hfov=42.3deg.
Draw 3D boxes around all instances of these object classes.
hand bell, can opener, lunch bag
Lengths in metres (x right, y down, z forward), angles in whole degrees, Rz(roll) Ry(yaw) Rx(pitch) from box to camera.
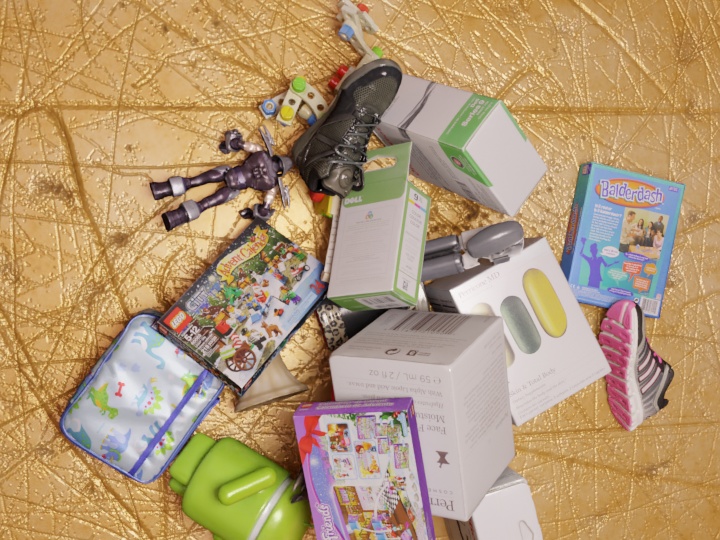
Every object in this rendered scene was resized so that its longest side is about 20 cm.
[{"bbox_3d":[-0.148,0.080,1.248,0.104,0.104,0.201,-17,81,-10],"label":"hand bell"},{"bbox_3d":[0.109,-0.027,1.183,0.199,0.067,0.054,-14,60,12],"label":"can opener"},{"bbox_3d":[-0.277,0.163,1.215,0.161,0.082,0.200,39,85,-11],"label":"lunch bag"}]

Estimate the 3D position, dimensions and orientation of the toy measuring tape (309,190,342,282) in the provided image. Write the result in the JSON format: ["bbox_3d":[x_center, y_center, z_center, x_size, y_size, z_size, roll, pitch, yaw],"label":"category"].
[{"bbox_3d":[-0.038,-0.070,1.246,0.073,0.074,0.201,11,68,-10],"label":"toy measuring tape"}]

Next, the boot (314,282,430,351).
[{"bbox_3d":[0.000,0.001,1.268,0.153,0.073,0.205,-17,92,-7],"label":"boot"}]

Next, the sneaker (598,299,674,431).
[{"bbox_3d":[0.401,0.128,1.335,0.087,0.074,0.201,-17,110,-18],"label":"sneaker"}]

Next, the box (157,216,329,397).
[{"bbox_3d":[-0.142,0.043,1.190,0.136,0.038,0.200,36,63,8],"label":"box"}]

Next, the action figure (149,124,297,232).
[{"bbox_3d":[-0.175,-0.119,1.238,0.199,0.069,0.131,-20,87,-13],"label":"action figure"}]

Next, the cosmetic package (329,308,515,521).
[{"bbox_3d":[0.081,0.171,1.148,0.164,0.165,0.201,2,109,30],"label":"cosmetic package"}]

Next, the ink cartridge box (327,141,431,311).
[{"bbox_3d":[0.027,-0.054,1.179,0.059,0.103,0.201,29,62,-46],"label":"ink cartridge box"}]

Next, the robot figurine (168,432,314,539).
[{"bbox_3d":[-0.150,0.295,1.207,0.199,0.176,0.116,30,53,9],"label":"robot figurine"}]

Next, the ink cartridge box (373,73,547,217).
[{"bbox_3d":[0.119,-0.166,1.201,0.084,0.200,0.146,-53,133,-7],"label":"ink cartridge box"}]

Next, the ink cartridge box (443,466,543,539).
[{"bbox_3d":[0.169,0.331,1.237,0.083,0.200,0.147,-16,93,-10],"label":"ink cartridge box"}]

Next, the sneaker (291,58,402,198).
[{"bbox_3d":[-0.006,-0.166,1.159,0.076,0.115,0.199,17,131,-41],"label":"sneaker"}]

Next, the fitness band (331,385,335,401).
[{"bbox_3d":[0.058,0.170,1.283,0.199,0.037,0.144,5,103,-11],"label":"fitness band"}]

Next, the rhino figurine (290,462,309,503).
[{"bbox_3d":[-0.033,0.258,1.189,0.060,0.200,0.088,15,98,25],"label":"rhino figurine"}]

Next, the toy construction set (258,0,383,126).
[{"bbox_3d":[-0.033,-0.258,1.253,0.131,0.092,0.200,34,90,-1],"label":"toy construction set"}]

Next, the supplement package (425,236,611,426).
[{"bbox_3d":[0.207,0.077,1.266,0.151,0.151,0.201,-28,95,-8],"label":"supplement package"}]

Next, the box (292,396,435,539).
[{"bbox_3d":[0.007,0.247,1.077,0.136,0.039,0.201,-5,106,15],"label":"box"}]

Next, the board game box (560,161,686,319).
[{"bbox_3d":[0.376,-0.043,1.349,0.151,0.045,0.201,12,89,-10],"label":"board game box"}]
